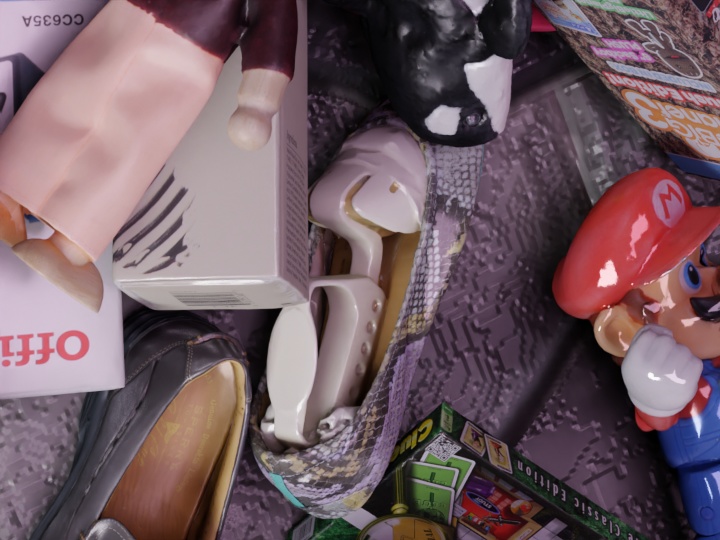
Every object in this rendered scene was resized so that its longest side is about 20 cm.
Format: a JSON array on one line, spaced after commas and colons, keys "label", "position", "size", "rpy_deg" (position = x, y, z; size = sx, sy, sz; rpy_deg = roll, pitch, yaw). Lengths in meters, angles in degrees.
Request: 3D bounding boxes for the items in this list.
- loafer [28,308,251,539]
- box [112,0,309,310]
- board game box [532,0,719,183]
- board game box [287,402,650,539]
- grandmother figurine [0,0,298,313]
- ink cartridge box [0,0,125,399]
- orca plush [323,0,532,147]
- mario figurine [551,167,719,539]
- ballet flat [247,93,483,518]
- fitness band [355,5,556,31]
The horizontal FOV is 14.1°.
[{"label": "loafer", "position": [-0.093, 0.115, 1.181], "size": [0.073, 0.072, 0.200], "rpy_deg": [12, 91, -24]}, {"label": "box", "position": [-0.058, -0.087, 1.141], "size": [0.068, 0.082, 0.200], "rpy_deg": [-2, 81, 6]}, {"label": "board game box", "position": [0.157, -0.151, 1.207], "size": [0.200, 0.097, 0.159], "rpy_deg": [44, 73, -37]}, {"label": "board game box", "position": [0.077, 0.140, 1.248], "size": [0.200, 0.105, 0.023], "rpy_deg": [33, 37, -21]}, {"label": "grandmother figurine", "position": [-0.071, -0.090, 1.073], "size": [0.121, 0.061, 0.200], "rpy_deg": [38, 89, 11]}, {"label": "ink cartridge box", "position": [-0.173, -0.050, 1.127], "size": [0.146, 0.086, 0.200], "rpy_deg": [-5, 96, -22]}, {"label": "orca plush", "position": [0.014, -0.125, 1.127], "size": [0.071, 0.105, 0.200], "rpy_deg": [-23, 144, -18]}, {"label": "mario figurine", "position": [0.160, 0.046, 1.258], "size": [0.106, 0.123, 0.200], "rpy_deg": [-26, 109, -6]}, {"label": "ballet flat", "position": [0.000, 0.000, 1.196], "size": [0.072, 0.072, 0.200], "rpy_deg": [20, 78, -23]}, {"label": "fitness band", "position": [0.050, -0.174, 1.237], "size": [0.200, 0.037, 0.144], "rpy_deg": [0, 97, -22]}]
